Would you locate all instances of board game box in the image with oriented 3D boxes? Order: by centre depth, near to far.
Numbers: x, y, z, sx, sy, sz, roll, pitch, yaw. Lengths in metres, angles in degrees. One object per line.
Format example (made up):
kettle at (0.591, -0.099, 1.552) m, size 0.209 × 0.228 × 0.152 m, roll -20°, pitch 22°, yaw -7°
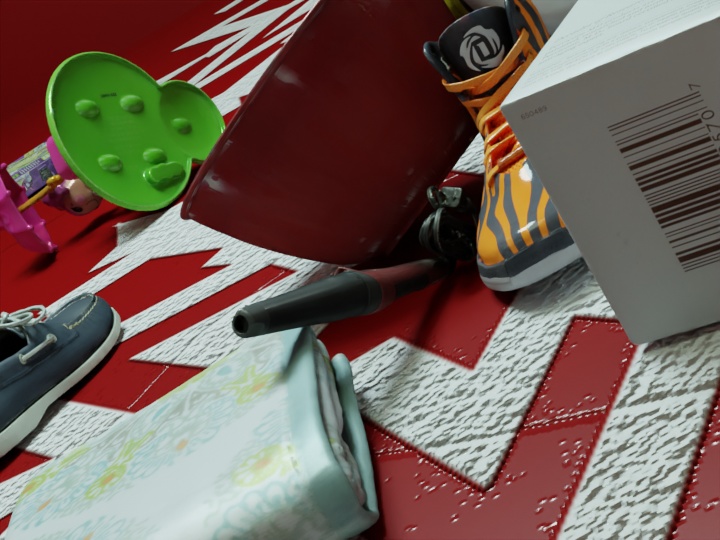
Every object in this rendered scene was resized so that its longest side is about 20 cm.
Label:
board game box at (-0.388, -0.124, 2.029) m, size 0.120 × 0.032 × 0.200 m, roll -30°, pitch 14°, yaw -10°

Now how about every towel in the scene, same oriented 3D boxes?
towel at (-0.078, 0.100, 0.725) m, size 0.171 × 0.048 × 0.200 m, roll -33°, pitch 15°, yaw 5°

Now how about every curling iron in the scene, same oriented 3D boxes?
curling iron at (0.000, 0.000, 0.797) m, size 0.025 × 0.050 × 0.200 m, roll 8°, pitch 19°, yaw 33°

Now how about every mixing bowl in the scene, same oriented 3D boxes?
mixing bowl at (0.001, -0.078, 0.944) m, size 0.200 × 0.108 × 0.200 m, roll -54°, pitch 0°, yaw 0°

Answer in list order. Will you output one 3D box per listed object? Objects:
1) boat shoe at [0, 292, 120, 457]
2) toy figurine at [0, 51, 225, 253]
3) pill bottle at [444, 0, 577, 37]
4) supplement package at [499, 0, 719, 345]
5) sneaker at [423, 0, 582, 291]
boat shoe at (-0.222, 0.061, 1.084) m, size 0.075 × 0.062 × 0.200 m, roll -23°, pitch 17°, yaw 35°
toy figurine at (-0.247, -0.089, 1.512) m, size 0.184 × 0.150 × 0.200 m, roll -31°, pitch -9°, yaw 39°
pill bottle at (0.100, -0.168, 1.000) m, size 0.112 × 0.113 × 0.200 m, roll -33°, pitch -8°, yaw -4°
supplement package at (0.160, -0.080, 0.693) m, size 0.117 × 0.117 × 0.200 m, roll -21°, pitch 19°, yaw 34°
sneaker at (0.070, -0.069, 0.832) m, size 0.077 × 0.112 × 0.200 m, roll -28°, pitch 16°, yaw 15°
